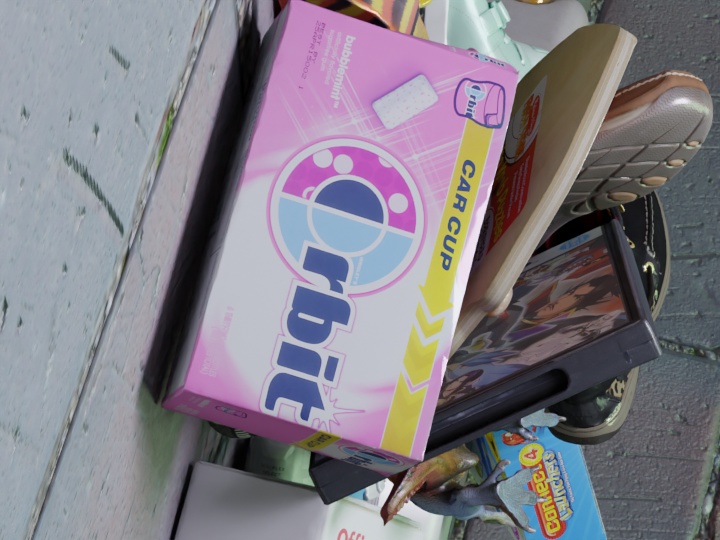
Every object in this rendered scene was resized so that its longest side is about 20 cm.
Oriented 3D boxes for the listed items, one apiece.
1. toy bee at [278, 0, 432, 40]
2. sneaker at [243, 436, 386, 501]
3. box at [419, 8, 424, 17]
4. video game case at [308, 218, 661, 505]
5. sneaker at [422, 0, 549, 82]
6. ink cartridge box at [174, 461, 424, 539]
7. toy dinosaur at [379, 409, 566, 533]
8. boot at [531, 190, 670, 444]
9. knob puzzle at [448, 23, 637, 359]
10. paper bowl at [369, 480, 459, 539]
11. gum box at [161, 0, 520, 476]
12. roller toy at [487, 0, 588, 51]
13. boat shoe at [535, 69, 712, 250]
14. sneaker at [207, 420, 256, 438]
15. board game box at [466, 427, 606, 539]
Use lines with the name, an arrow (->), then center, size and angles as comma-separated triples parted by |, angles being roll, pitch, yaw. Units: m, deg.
toy bee -> 0.017, -0.102, 1.278 | 0.200, 0.108, 0.131 | 55, 46, -81
sneaker -> -0.025, 0.099, 1.476 | 0.200, 0.075, 0.087 | -55, 152, -72
box -> 0.029, -0.252, 1.334 | 0.200, 0.050, 0.158 | 85, 19, -69
video game case -> 0.062, 0.043, 1.295 | 0.200, 0.180, 0.026 | -83, 148, -75
sneaker -> 0.076, -0.141, 1.478 | 0.074, 0.118, 0.201 | -1, -85, 63
ink cartridge box -> -0.047, 0.212, 1.299 | 0.145, 0.087, 0.201 | 32, 72, -66
toy dinosaur -> 0.029, 0.083, 1.348 | 0.200, 0.181, 0.105 | 8, 85, -43
boot -> 0.144, -0.011, 1.555 | 0.151, 0.073, 0.201 | 70, 32, -55
knob puzzle -> 0.082, -0.038, 1.226 | 0.220, 0.030, 0.220 | -57, -169, 17
paper bowl -> 0.010, 0.161, 1.724 | 0.201, 0.104, 0.201 | 12, 90, -83
gum box -> -0.008, -0.019, 1.151 | 0.066, 0.113, 0.201 | 145, -39, -73
roller toy -> 0.076, -0.099, 1.620 | 0.183, 0.139, 0.200 | 95, 11, -51
boat shoe -> 0.102, -0.066, 1.337 | 0.200, 0.076, 0.072 | -28, -121, 39
sneaker -> -0.034, 0.040, 1.260 | 0.200, 0.076, 0.084 | -59, 157, -65
board game box -> 0.087, 0.071, 1.722 | 0.200, 0.056, 0.196 | -124, -167, -58
